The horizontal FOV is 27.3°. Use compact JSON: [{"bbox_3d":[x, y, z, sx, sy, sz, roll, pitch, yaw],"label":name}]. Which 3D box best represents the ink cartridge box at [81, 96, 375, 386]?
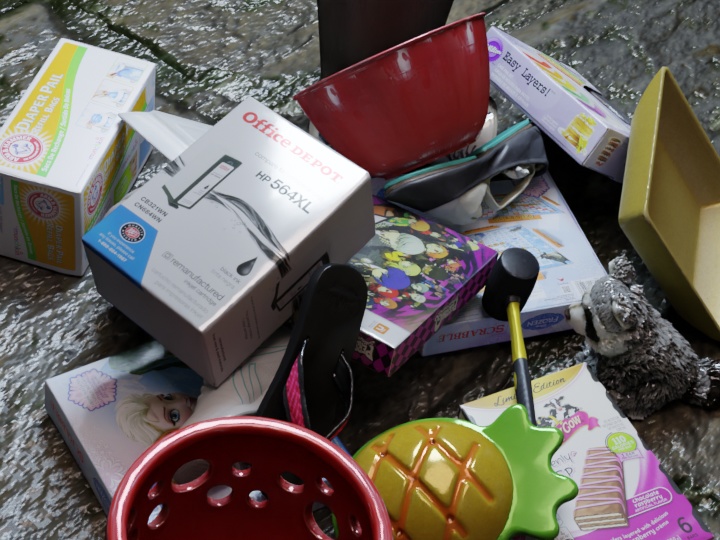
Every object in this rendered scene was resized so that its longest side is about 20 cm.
[{"bbox_3d":[-0.104,-0.029,1.212,0.145,0.085,0.200,33,63,25],"label":"ink cartridge box"}]

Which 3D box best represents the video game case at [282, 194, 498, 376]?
[{"bbox_3d":[0.000,0.000,1.302,0.180,0.036,0.200,26,36,21],"label":"video game case"}]

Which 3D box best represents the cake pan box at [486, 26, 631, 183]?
[{"bbox_3d":[0.225,-0.160,1.530,0.199,0.052,0.185,14,30,-53],"label":"cake pan box"}]

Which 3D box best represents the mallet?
[{"bbox_3d":[0.134,0.079,1.279,0.041,0.066,0.202,6,57,-11],"label":"mallet"}]

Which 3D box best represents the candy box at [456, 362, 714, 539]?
[{"bbox_3d":[0.182,0.184,1.245,0.135,0.061,0.201,-16,51,-23],"label":"candy box"}]

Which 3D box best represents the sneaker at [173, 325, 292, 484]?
[{"bbox_3d":[-0.102,0.107,1.212,0.080,0.071,0.200,28,39,22],"label":"sneaker"}]

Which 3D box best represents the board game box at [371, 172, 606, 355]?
[{"bbox_3d":[0.119,-0.019,1.433,0.197,0.041,0.201,-8,49,-17],"label":"board game box"}]

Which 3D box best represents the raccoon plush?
[{"bbox_3d":[0.278,0.051,1.337,0.197,0.135,0.097,-6,46,-16],"label":"raccoon plush"}]

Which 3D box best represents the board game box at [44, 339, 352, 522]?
[{"bbox_3d":[-0.135,0.140,1.244,0.198,0.041,0.200,-21,53,-27],"label":"board game box"}]

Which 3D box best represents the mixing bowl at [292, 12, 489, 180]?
[{"bbox_3d":[0.045,-0.153,1.399,0.199,0.199,0.110,-25,94,-30],"label":"mixing bowl"}]

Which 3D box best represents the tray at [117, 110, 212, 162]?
[{"bbox_3d":[-0.135,-0.115,1.424,0.107,0.022,0.199,41,16,27],"label":"tray"}]

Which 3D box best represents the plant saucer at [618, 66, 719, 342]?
[{"bbox_3d":[0.306,-0.058,1.435,0.048,0.200,0.202,-15,42,33],"label":"plant saucer"}]

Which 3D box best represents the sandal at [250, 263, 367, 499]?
[{"bbox_3d":[-0.035,0.094,1.168,0.075,0.203,0.045,15,0,-38],"label":"sandal"}]

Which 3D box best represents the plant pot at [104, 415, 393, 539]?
[{"bbox_3d":[-0.083,0.236,1.061,0.197,0.184,0.202,4,45,-5],"label":"plant pot"}]

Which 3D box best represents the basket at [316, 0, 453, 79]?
[{"bbox_3d":[0.022,-0.269,1.557,0.178,0.202,0.136,-17,50,-26],"label":"basket"}]

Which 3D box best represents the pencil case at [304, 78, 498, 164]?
[{"bbox_3d":[0.041,-0.151,1.532,0.197,0.079,0.090,5,14,-4],"label":"pencil case"}]

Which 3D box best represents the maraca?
[{"bbox_3d":[0.072,0.178,1.181,0.197,0.107,0.139,-16,64,5],"label":"maraca"}]

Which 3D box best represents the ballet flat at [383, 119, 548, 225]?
[{"bbox_3d":[0.109,-0.084,1.409,0.199,0.074,0.073,-26,55,-37],"label":"ballet flat"}]

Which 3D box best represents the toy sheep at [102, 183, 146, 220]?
[{"bbox_3d":[-0.162,-0.021,1.339,0.137,0.139,0.199,34,24,22],"label":"toy sheep"}]

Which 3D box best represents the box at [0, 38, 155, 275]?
[{"bbox_3d":[-0.276,-0.110,1.413,0.100,0.113,0.201,15,47,5],"label":"box"}]
